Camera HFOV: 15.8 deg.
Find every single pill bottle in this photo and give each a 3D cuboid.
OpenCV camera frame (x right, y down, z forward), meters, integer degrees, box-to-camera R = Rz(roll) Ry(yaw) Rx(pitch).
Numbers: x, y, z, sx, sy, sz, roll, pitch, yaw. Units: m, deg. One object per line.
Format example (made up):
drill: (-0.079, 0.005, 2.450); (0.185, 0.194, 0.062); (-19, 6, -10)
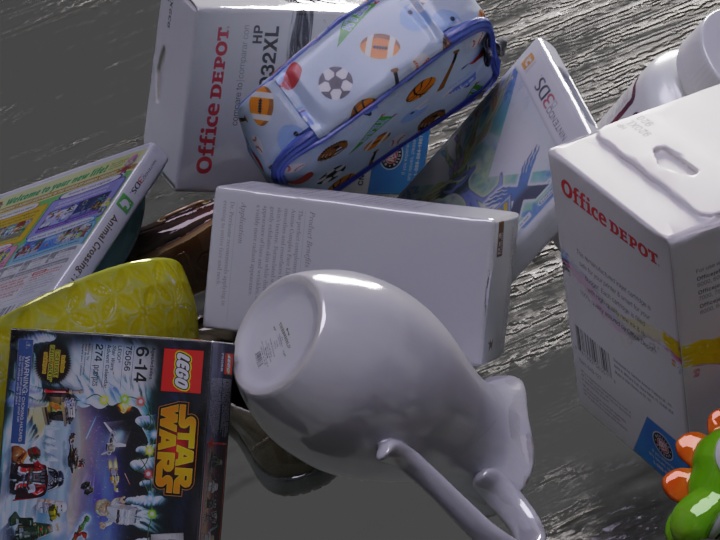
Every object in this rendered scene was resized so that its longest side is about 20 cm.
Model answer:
pill bottle: (0.218, -0.082, 1.775); (0.109, 0.200, 0.110); (18, 48, -21)

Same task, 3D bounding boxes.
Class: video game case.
video game case: (0.087, -0.049, 1.825); (0.200, 0.022, 0.182); (-49, 27, 17)
video game case: (-0.243, -0.004, 1.849); (0.200, 0.022, 0.182); (-15, 35, 46)

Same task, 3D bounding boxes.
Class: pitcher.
pitcher: (0.026, 0.093, 1.589); (0.121, 0.200, 0.172); (-47, 38, 17)

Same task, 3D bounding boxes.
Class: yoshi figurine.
yoshi figurine: (0.274, 0.114, 1.550); (0.200, 0.112, 0.112); (-43, 42, -12)

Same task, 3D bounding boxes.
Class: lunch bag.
lunch bag: (0.012, -0.126, 1.836); (0.200, 0.160, 0.076); (-33, 73, -5)

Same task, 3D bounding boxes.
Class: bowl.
bowl: (-0.182, 0.087, 1.700); (0.200, 0.200, 0.108); (-25, 78, -22)

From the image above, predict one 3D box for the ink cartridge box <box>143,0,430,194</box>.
ink cartridge box: (-0.050, -0.137, 1.943); (0.200, 0.145, 0.084); (0, 22, -22)

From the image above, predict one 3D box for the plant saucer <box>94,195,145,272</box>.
plant saucer: (-0.228, 0.001, 1.877); (0.200, 0.027, 0.200); (-33, 26, 18)

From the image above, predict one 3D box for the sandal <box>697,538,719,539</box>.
sandal: (0.270, 0.189, 1.460); (0.200, 0.055, 0.082); (21, 42, 15)

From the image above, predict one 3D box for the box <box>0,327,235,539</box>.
box: (-0.151, 0.138, 1.564); (0.137, 0.200, 0.040); (2, -4, 19)

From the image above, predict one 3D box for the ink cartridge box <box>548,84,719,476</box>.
ink cartridge box: (0.224, 0.010, 1.642); (0.145, 0.200, 0.147); (-22, 34, -18)

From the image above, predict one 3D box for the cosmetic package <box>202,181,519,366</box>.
cosmetic package: (0.000, 0.000, 1.742); (0.200, 0.102, 0.074); (8, 8, 16)

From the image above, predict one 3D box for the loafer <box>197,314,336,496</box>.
loafer: (-0.070, 0.074, 1.744); (0.075, 0.070, 0.200); (-22, 34, -19)

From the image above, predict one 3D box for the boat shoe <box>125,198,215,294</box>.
boat shoe: (-0.120, -0.020, 1.907); (0.200, 0.070, 0.070); (-19, 34, -15)
